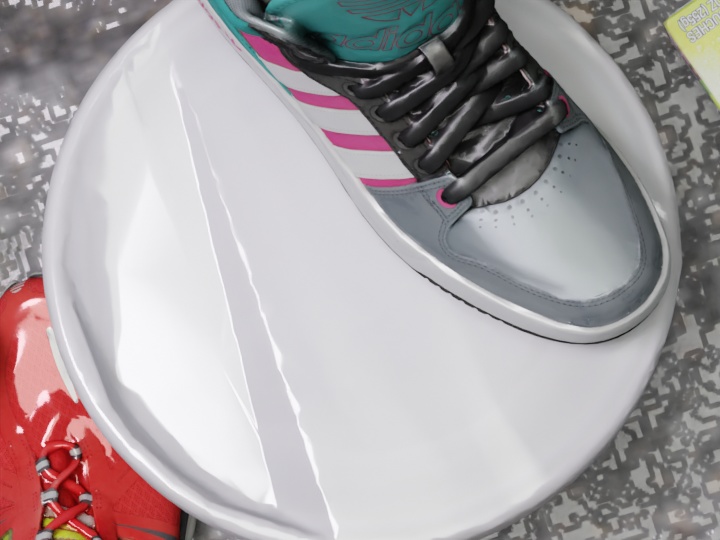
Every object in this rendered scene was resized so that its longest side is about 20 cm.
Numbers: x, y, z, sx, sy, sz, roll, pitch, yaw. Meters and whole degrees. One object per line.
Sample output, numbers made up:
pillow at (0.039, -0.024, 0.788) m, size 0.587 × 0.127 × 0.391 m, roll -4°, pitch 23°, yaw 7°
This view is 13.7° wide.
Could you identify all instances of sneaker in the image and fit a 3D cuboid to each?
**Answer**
sneaker at (0.019, -0.066, 0.887) m, size 0.084 × 0.121 × 0.200 m, roll -44°, pitch 82°, yaw -8°
sneaker at (-0.093, 0.098, 1.016) m, size 0.077 × 0.085 × 0.201 m, roll -8°, pitch 88°, yaw 7°

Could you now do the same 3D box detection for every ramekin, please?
ramekin at (0.000, 0.000, 0.983) m, size 0.202 × 0.094 × 0.203 m, roll 0°, pitch 78°, yaw 0°

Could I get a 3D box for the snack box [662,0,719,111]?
snack box at (0.221, -0.081, 0.990) m, size 0.200 × 0.053 × 0.142 m, roll -36°, pitch 87°, yaw 6°
